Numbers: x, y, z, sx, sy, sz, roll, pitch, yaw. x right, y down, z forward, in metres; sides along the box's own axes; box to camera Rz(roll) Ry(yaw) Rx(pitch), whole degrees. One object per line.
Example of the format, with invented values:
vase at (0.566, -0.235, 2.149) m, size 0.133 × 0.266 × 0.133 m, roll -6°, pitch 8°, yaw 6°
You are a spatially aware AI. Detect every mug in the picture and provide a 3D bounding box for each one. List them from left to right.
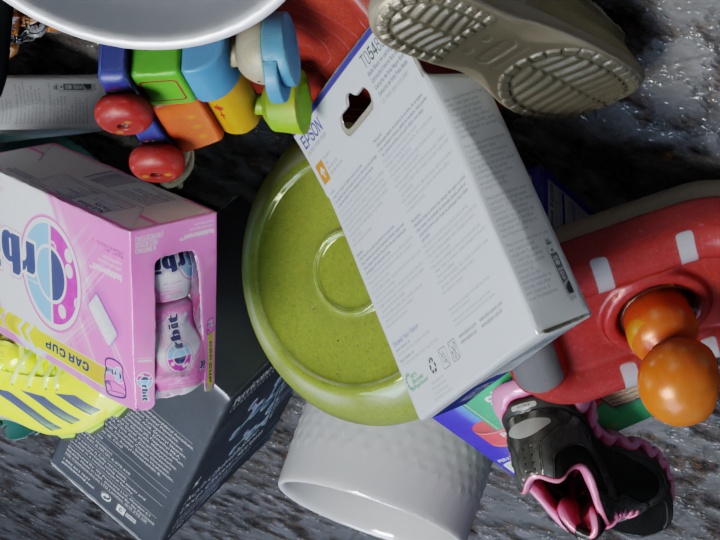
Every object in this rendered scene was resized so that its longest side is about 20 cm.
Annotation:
mug at (0.042, 0.110, 1.582) m, size 0.146 × 0.177 × 0.200 m, roll 12°, pitch 163°, yaw 24°

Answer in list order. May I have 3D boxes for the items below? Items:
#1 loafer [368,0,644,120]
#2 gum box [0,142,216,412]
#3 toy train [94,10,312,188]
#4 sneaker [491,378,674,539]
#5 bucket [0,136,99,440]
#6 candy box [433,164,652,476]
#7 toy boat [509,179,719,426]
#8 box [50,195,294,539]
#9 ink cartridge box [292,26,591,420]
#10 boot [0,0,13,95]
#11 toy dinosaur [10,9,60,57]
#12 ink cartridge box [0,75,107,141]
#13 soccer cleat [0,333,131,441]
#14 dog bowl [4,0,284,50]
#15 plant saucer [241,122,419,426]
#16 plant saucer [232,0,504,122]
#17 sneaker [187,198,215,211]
loafer at (0.080, -0.136, 1.102) m, size 0.075 × 0.069 × 0.199 m, roll -23°, pitch 153°, yaw 34°
gum box at (-0.165, 0.001, 1.319) m, size 0.066 × 0.115 × 0.199 m, roll -14°, pitch -156°, yaw -36°
toy train at (-0.080, -0.096, 1.253) m, size 0.114 × 0.086 × 0.200 m, roll -2°, pitch 159°, yaw 11°
sneaker at (0.153, 0.147, 1.407) m, size 0.079 × 0.096 × 0.200 m, roll -26°, pitch 139°, yaw 24°
bucket at (-0.249, 0.007, 1.550) m, size 0.206 × 0.134 × 0.209 m, roll 31°, pitch 140°, yaw 30°
candy box at (0.110, 0.039, 1.406) m, size 0.168 × 0.078 × 0.200 m, roll -27°, pitch 133°, yaw 30°
toy boat at (0.183, 0.036, 1.255) m, size 0.198 × 0.131 × 0.131 m, roll -19°, pitch 138°, yaw 5°
box at (-0.116, 0.074, 1.490) m, size 0.107 × 0.148 × 0.201 m, roll 38°, pitch 138°, yaw 10°
ink cartridge box at (0.041, -0.032, 1.208) m, size 0.040 × 0.202 × 0.200 m, roll -20°, pitch 171°, yaw -23°
boot at (-0.189, -0.170, 1.162) m, size 0.167 × 0.076 × 0.202 m, roll 9°, pitch 118°, yaw 33°
toy dinosaur at (-0.250, -0.163, 1.323) m, size 0.135 × 0.103 × 0.200 m, roll 13°, pitch 143°, yaw -28°
ink cartridge box at (-0.307, -0.106, 1.424) m, size 0.199 × 0.041 × 0.198 m, roll -6°, pitch -177°, yaw -44°
soccer cleat at (-0.226, 0.066, 1.402) m, size 0.199 × 0.065 × 0.084 m, roll -3°, pitch 137°, yaw 39°
dog bowl at (-0.109, -0.205, 0.993) m, size 0.198 × 0.079 × 0.201 m, roll 6°, pitch 137°, yaw 6°
plant saucer at (0.000, 0.000, 1.337) m, size 0.198 × 0.202 × 0.031 m, roll 9°, pitch -173°, yaw 30°
plant saucer at (-0.036, -0.142, 1.237) m, size 0.198 × 0.037 × 0.200 m, roll 6°, pitch 154°, yaw 34°
sneaker at (-0.105, 0.011, 1.627) m, size 0.198 × 0.074 × 0.112 m, roll 22°, pitch 159°, yaw -4°
